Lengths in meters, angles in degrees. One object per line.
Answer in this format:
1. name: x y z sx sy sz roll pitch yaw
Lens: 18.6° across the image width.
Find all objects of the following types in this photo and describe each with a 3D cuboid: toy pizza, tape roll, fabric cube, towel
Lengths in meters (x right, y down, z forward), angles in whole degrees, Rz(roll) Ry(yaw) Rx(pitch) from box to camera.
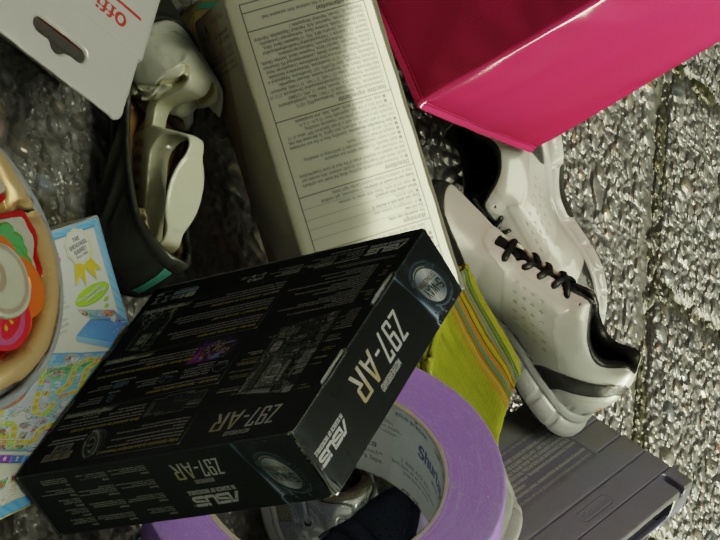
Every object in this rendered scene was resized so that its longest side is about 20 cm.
1. toy pizza: -0.227 -0.019 1.102 0.200 0.032 0.201 27 46 -32
2. tape roll: -0.021 0.133 1.208 0.200 0.199 0.066 -52 155 -44
3. fabric cube: 0.120 -0.221 1.428 0.196 0.199 0.201 10 54 -63
4. towel: 0.069 0.059 1.360 0.086 0.018 0.200 58 16 -9

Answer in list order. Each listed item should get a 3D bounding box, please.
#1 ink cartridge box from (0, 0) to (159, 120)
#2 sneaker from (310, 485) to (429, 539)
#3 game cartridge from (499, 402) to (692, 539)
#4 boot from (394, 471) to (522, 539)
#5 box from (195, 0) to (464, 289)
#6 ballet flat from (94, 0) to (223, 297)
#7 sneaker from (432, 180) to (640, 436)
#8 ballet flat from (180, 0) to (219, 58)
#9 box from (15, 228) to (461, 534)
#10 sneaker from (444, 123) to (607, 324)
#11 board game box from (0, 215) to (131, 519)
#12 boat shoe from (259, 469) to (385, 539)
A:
1. ink cartridge box: -0.168 -0.187 1.232 0.116 0.068 0.201 38 53 -37
2. sneaker: -0.047 0.184 1.244 0.200 0.070 0.108 -50 120 -8
3. game cartridge: 0.125 0.153 1.477 0.200 0.129 0.039 -26 139 -52
4. boot: 0.056 0.117 1.393 0.096 0.073 0.200 61 13 -23
5. box: -0.019 -0.067 1.279 0.095 0.078 0.201 -16 90 -18
6. ballet flat: -0.113 -0.082 1.275 0.068 0.068 0.201 17 68 -46
7. sneaker: 0.113 0.014 1.488 0.200 0.080 0.074 51 31 -10
8. ballet flat: -0.037 -0.096 1.378 0.200 0.063 0.069 45 47 -36
9. box: -0.063 0.058 1.141 0.044 0.199 0.160 57 43 -24
10. sneaker: 0.112 -0.028 1.555 0.080 0.074 0.201 -19 91 -40
11. board game box: -0.197 0.059 1.163 0.200 0.034 0.135 -22 99 -51
12. boat shoe: -0.021 0.115 1.344 0.074 0.065 0.203 -17 94 -52
